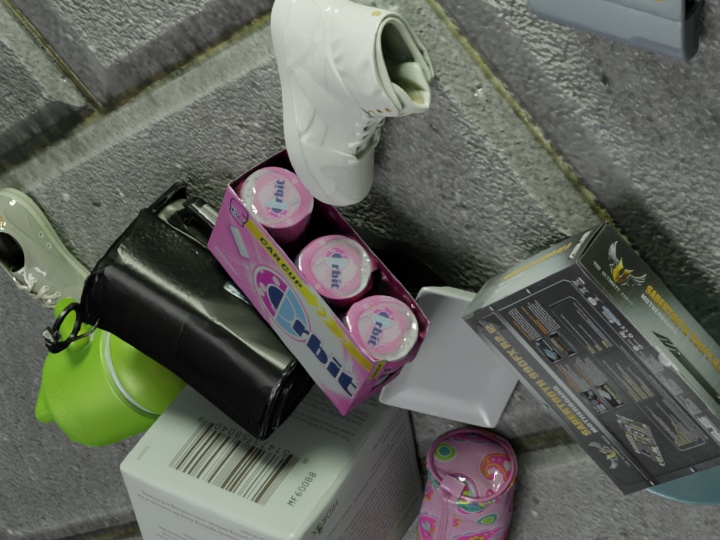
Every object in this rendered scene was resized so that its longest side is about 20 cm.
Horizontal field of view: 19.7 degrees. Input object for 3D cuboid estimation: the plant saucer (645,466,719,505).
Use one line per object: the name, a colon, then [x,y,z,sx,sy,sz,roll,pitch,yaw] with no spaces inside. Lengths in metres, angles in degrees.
plant saucer: [0.235,0.100,1.633,0.200,0.039,0.202,26,144,20]

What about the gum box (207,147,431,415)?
gum box: [-0.034,0.014,1.695,0.200,0.066,0.114,50,154,11]

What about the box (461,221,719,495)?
box: [0.193,0.070,1.560,0.200,0.048,0.158,47,147,-9]

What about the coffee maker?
coffee maker: [-0.135,0.054,1.803,0.199,0.193,0.135,34,167,12]

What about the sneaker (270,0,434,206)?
sneaker: [0.003,-0.118,1.572,0.115,0.074,0.201,20,141,33]

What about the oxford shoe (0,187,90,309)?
oxford shoe: [-0.307,0.009,2.046,0.075,0.058,0.200,-9,126,45]

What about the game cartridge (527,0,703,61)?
game cartridge: [0.154,-0.230,1.324,0.132,0.042,0.201,17,141,24]

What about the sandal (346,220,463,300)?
sandal: [0.000,0.000,1.740,0.199,0.045,0.075,27,143,19]

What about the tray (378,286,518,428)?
tray: [0.084,0.069,1.732,0.107,0.022,0.200,14,148,-2]

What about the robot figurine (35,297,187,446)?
robot figurine: [-0.227,0.099,2.000,0.175,0.116,0.199,36,137,-30]

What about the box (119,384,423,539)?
box: [-0.076,0.200,1.912,0.198,0.200,0.172,18,140,28]

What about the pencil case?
pencil case: [0.092,0.227,1.884,0.087,0.088,0.201,29,145,16]
